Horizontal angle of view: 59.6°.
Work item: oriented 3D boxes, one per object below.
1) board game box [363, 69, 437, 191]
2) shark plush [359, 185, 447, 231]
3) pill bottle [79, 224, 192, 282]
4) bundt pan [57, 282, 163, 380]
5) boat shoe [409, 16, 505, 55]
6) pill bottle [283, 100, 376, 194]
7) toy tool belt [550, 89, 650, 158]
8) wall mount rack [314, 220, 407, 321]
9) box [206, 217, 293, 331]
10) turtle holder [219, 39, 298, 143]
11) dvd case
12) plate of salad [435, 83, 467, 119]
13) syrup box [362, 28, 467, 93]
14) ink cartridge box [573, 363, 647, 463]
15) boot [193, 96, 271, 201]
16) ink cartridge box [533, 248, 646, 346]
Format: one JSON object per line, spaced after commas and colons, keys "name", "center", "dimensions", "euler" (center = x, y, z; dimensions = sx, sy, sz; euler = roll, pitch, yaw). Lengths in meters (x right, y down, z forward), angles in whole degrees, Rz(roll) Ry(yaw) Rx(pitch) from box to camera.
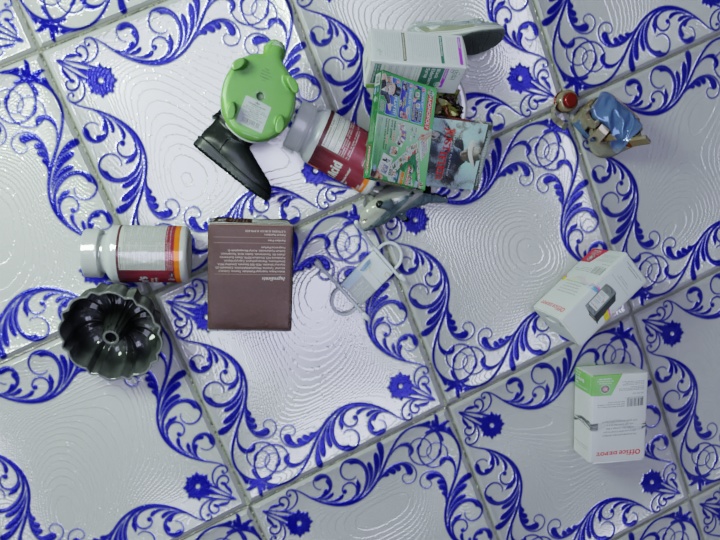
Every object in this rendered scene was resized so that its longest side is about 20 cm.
{"name": "board game box", "center": [0.079, -0.269, 1.224], "dimensions": [0.132, 0.029, 0.206], "euler": [8, 88, -30]}
{"name": "shark plush", "center": [0.087, -0.141, 1.339], "dimensions": [0.196, 0.091, 0.085], "euler": [-19, 124, -23]}
{"name": "pill bottle", "center": [-0.432, -0.032, 1.224], "dimensions": [0.194, 0.110, 0.113], "euler": [0, 97, -9]}
{"name": "bundt pan", "center": [-0.478, 0.111, 1.230], "dimensions": [0.196, 0.076, 0.207], "euler": [-2, 118, -3]}
{"name": "boat shoe", "center": [0.199, -0.489, 1.293], "dimensions": [0.196, 0.075, 0.067], "euler": [-8, 71, -1]}
{"name": "pill bottle", "center": [-0.049, -0.248, 1.259], "dimensions": [0.196, 0.114, 0.116], "euler": [27, 92, -11]}
{"name": "toy tool belt", "center": [0.517, -0.325, 1.339], "dimensions": [0.197, 0.123, 0.127], "euler": [32, 91, -11]}
{"name": "wall mount rack", "center": [0.000, 0.000, 1.318], "dimensions": [0.200, 0.075, 0.174], "euler": [-44, 102, -3]}
{"name": "box", "center": [-0.216, 0.002, 1.235], "dimensions": [0.159, 0.166, 0.206], "euler": [1, 96, -10]}
{"name": "turtle holder", "center": [-0.192, -0.329, 1.155], "dimensions": [0.137, 0.131, 0.191], "euler": [-9, 94, -15]}
{"name": "dvd case", "center": [0.169, -0.249, 1.318], "dimensions": [0.194, 0.022, 0.149], "euler": [4, 117, -11]}
{"name": "plate of salad", "center": [0.133, -0.341, 1.312], "dimensions": [0.194, 0.048, 0.206], "euler": [-1, 97, -9]}
{"name": "syrup box", "center": [0.106, -0.414, 1.246], "dimensions": [0.194, 0.079, 0.084], "euler": [2, 68, -11]}
{"name": "ink cartridge box", "center": [0.576, 0.328, 1.451], "dimensions": [0.141, 0.084, 0.206], "euler": [-2, 97, -9]}
{"name": "boot", "center": [-0.219, -0.261, 1.255], "dimensions": [0.197, 0.073, 0.164], "euler": [39, 84, -14]}
{"name": "ink cartridge box", "center": [0.496, 0.052, 1.371], "dimensions": [0.200, 0.148, 0.086], "euler": [-45, 100, 0]}
